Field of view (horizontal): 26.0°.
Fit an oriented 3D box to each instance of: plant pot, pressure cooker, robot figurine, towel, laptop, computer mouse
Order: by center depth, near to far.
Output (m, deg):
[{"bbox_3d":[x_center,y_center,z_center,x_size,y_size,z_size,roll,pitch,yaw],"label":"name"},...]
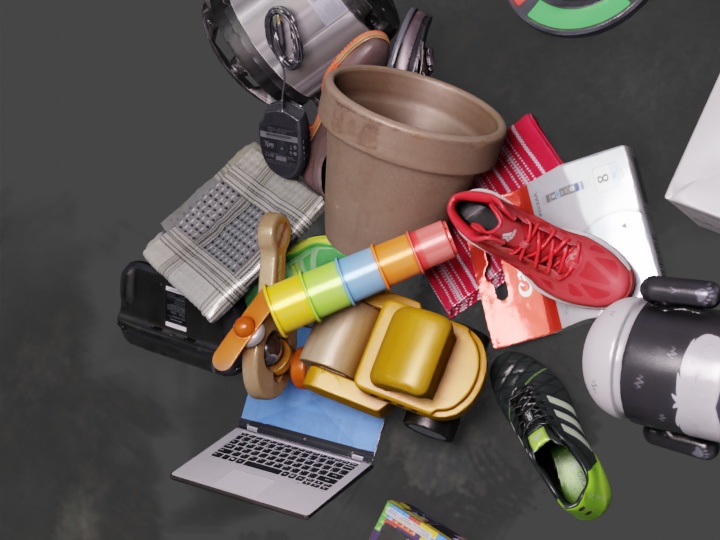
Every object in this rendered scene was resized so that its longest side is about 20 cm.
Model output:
[{"bbox_3d":[0.310,0.093,1.483,0.199,0.125,0.151,10,79,32],"label":"robot figurine"},{"bbox_3d":[0.037,-0.100,1.644,0.200,0.199,0.176,32,116,33],"label":"plant pot"},{"bbox_3d":[0.141,-0.060,1.683,0.200,0.022,0.145,-38,60,17],"label":"towel"},{"bbox_3d":[-0.080,0.156,1.701,0.186,0.200,0.117,10,116,32],"label":"laptop"},{"bbox_3d":[-0.081,-0.195,1.723,0.058,0.034,0.201,16,121,26],"label":"computer mouse"},{"bbox_3d":[-0.078,-0.289,1.782,0.199,0.178,0.177,-35,65,17],"label":"pressure cooker"},{"bbox_3d":[-0.149,-0.052,1.784,0.193,0.035,0.200,-45,39,-4],"label":"towel"}]

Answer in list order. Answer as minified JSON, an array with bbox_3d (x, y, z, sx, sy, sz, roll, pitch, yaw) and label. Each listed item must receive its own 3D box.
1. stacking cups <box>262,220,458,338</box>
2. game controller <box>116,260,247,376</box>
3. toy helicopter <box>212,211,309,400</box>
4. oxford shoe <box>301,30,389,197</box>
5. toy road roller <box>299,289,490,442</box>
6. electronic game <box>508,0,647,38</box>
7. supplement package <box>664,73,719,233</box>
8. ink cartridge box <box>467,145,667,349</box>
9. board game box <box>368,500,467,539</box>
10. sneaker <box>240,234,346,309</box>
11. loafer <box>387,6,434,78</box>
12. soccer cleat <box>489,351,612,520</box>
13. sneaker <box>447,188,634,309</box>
[{"bbox_3d":[0.000,0.000,1.590,0.199,0.061,0.061,-25,64,3],"label":"stacking cups"},{"bbox_3d":[-0.209,0.055,1.829,0.199,0.042,0.105,16,103,35],"label":"game controller"},{"bbox_3d":[-0.102,0.038,1.669,0.078,0.132,0.202,4,94,27],"label":"toy helicopter"},{"bbox_3d":[-0.009,-0.173,1.748,0.073,0.071,0.201,55,131,40],"label":"oxford shoe"},{"bbox_3d":[0.034,0.083,1.605,0.199,0.146,0.124,20,78,14],"label":"toy road roller"},{"bbox_3d":[0.243,-0.348,1.691,0.199,0.042,0.202,-8,73,28],"label":"electronic game"},{"bbox_3d":[0.413,-0.121,1.487,0.155,0.111,0.201,24,90,33],"label":"supplement package"},{"bbox_3d":[0.203,-0.022,1.600,0.199,0.047,0.161,-17,79,20],"label":"ink cartridge box"},{"bbox_3d":[0.078,0.355,1.585,0.199,0.057,0.166,29,94,32],"label":"board game box"},{"bbox_3d":[-0.056,0.006,1.758,0.199,0.074,0.084,-13,86,31],"label":"sneaker"},{"bbox_3d":[0.055,-0.191,1.752,0.063,0.072,0.202,17,90,10],"label":"loafer"},{"bbox_3d":[0.185,0.158,1.561,0.067,0.081,0.201,-39,61,15],"label":"soccer cleat"},{"bbox_3d":[0.168,-0.018,1.522,0.199,0.115,0.079,24,97,16],"label":"sneaker"}]
